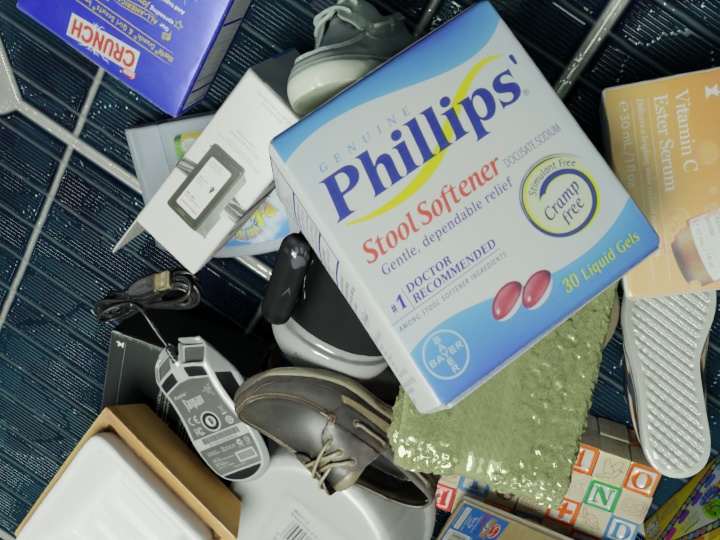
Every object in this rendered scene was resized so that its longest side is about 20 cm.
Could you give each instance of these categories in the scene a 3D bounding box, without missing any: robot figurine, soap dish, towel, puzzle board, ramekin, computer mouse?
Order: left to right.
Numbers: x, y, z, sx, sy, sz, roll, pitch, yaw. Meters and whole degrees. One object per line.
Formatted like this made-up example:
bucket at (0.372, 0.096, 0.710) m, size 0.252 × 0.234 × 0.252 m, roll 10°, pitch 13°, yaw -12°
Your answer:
soap dish at (-0.209, 0.230, 0.754) m, size 0.157 × 0.081 × 0.201 m, roll 43°, pitch 117°, yaw 3°
computer mouse at (-0.139, 0.091, 0.718) m, size 0.108 × 0.044 × 0.203 m, roll -22°, pitch 104°, yaw 28°
ramekin at (-0.036, 0.234, 0.786) m, size 0.196 × 0.098 × 0.205 m, roll 8°, pitch 111°, yaw 21°
robot figurine at (-0.002, -0.001, 0.707) m, size 0.147 × 0.126 × 0.203 m, roll 19°, pitch 116°, yaw -11°
towel at (0.107, 0.060, 0.620) m, size 0.145 × 0.037 × 0.205 m, roll 14°, pitch 78°, yaw 3°
puzzle board at (0.142, 0.293, 0.819) m, size 0.148 × 0.018 × 0.202 m, roll 22°, pitch 137°, yaw 4°

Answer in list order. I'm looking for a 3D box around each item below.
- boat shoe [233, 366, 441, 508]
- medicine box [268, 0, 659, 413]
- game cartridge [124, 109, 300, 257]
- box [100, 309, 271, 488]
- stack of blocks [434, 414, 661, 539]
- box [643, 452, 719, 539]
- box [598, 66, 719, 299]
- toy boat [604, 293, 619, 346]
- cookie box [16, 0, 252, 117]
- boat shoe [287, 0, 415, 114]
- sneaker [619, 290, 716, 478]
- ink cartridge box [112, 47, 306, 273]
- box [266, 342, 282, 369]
boat shoe at (-0.011, 0.141, 0.686) m, size 0.196 × 0.074 × 0.075 m, roll 22°, pitch 130°, yaw -19°
medicine box at (0.063, -0.039, 0.569) m, size 0.180 × 0.103 × 0.202 m, roll -34°, pitch 82°, yaw -8°
game cartridge at (-0.113, -0.081, 0.770) m, size 0.195 × 0.041 × 0.136 m, roll -7°, pitch 112°, yaw 16°
box at (-0.177, 0.151, 0.814) m, size 0.138 × 0.079 × 0.204 m, roll 17°, pitch 113°, yaw 2°
stack of blocks at (0.168, 0.189, 0.789) m, size 0.195 × 0.059 × 0.118 m, roll 16°, pitch 113°, yaw 7°
box at (0.364, 0.298, 0.709) m, size 0.198 × 0.193 × 0.123 m, roll 37°, pitch 114°, yaw -3°
box at (0.285, -0.070, 0.616) m, size 0.195 × 0.106 × 0.156 m, roll -9°, pitch 91°, yaw 17°
toy boat at (0.119, 0.054, 0.721) m, size 0.201 × 0.130 × 0.131 m, roll -51°, pitch 125°, yaw -9°
cookie box at (-0.169, -0.264, 0.691) m, size 0.169 × 0.075 × 0.202 m, roll 34°, pitch 114°, yaw -1°
boat shoe at (-0.007, -0.165, 0.625) m, size 0.069 × 0.200 × 0.073 m, roll -18°, pitch 98°, yaw 26°
sneaker at (0.261, 0.069, 0.718) m, size 0.076 × 0.079 × 0.206 m, roll 2°, pitch 86°, yaw 13°
ink cartridge box at (-0.107, -0.078, 0.687) m, size 0.068 × 0.116 × 0.200 m, roll 42°, pitch 115°, yaw -5°
box at (-0.167, 0.147, 0.871) m, size 0.195 × 0.032 × 0.124 m, roll -8°, pitch 108°, yaw 17°
